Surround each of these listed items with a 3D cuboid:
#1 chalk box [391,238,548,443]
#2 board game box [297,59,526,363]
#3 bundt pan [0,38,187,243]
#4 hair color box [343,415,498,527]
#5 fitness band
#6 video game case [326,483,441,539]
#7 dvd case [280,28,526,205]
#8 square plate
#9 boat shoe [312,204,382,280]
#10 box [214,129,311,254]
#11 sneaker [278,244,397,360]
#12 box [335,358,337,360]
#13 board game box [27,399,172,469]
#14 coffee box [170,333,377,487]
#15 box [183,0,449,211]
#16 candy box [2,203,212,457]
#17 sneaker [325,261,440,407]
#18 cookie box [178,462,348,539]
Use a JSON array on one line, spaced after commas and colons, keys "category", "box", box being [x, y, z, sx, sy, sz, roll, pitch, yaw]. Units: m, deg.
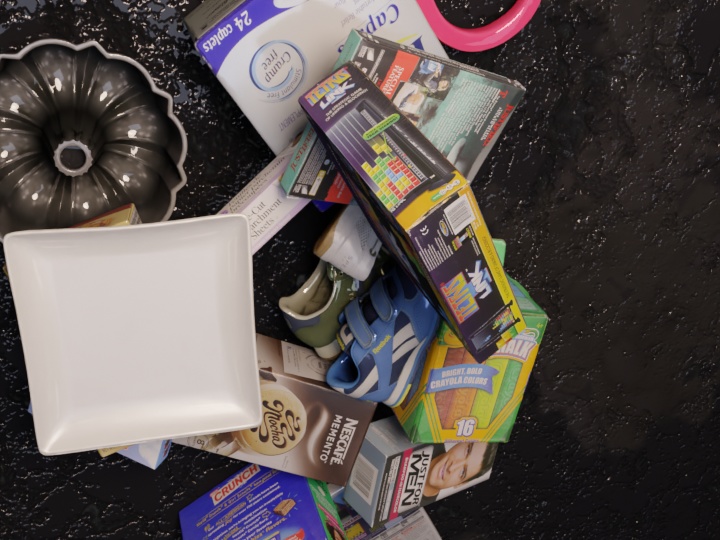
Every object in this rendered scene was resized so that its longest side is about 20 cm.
[{"category": "chalk box", "box": [0.108, 0.064, 0.902, 0.122, 0.124, 0.204, 3, 115, -21]}, {"category": "board game box", "box": [0.043, -0.041, 0.663, 0.056, 0.166, 0.201, -37, 141, -2]}, {"category": "bundt pan", "box": [-0.257, -0.112, 0.764, 0.198, 0.076, 0.206, -8, 117, -16]}, {"category": "hair color box", "box": [0.079, 0.220, 1.016, 0.197, 0.060, 0.101, -10, 121, -39]}, {"category": "fitness band", "box": [0.100, -0.311, 0.815, 0.142, 0.038, 0.202, -30, 120, 0]}, {"category": "video game case", "box": [-0.011, 0.345, 1.107, 0.198, 0.023, 0.184, -30, 121, -2]}, {"category": "dvd case", "box": [0.040, -0.117, 0.736, 0.197, 0.022, 0.147, 4, 126, -39]}, {"category": "square plate", "box": [-0.186, 0.053, 0.728, 0.194, 0.028, 0.204, -5, 111, -11]}, {"category": "boat shoe", "box": [0.030, -0.072, 0.841, 0.069, 0.071, 0.201, 38, 63, -7]}, {"category": "box", "box": [-0.048, -0.090, 0.748, 0.199, 0.039, 0.041, -42, 121, 5]}, {"category": "sneaker", "box": [0.000, 0.000, 0.868, 0.200, 0.067, 0.090, -44, 123, 11]}, {"category": "box", "box": [0.043, 0.040, 0.964, 0.134, 0.040, 0.204, 6, 113, -20]}, {"category": "board game box", "box": [-0.240, 0.080, 0.850, 0.149, 0.037, 0.203, 22, 110, 5]}, {"category": "coffee box", "box": [-0.092, 0.143, 0.919, 0.196, 0.080, 0.115, 16, 110, -10]}, {"category": "box", "box": [-0.030, -0.197, 0.785, 0.183, 0.105, 0.201, -38, 122, 3]}, {"category": "candy box", "box": [-0.219, 0.056, 0.768, 0.113, 0.055, 0.203, -21, 114, -3]}, {"category": "sneaker", "box": [0.023, 0.051, 0.826, 0.081, 0.074, 0.203, 8, 121, -16]}, {"category": "cookie box", "box": [-0.106, 0.310, 0.953, 0.170, 0.201, 0.076, -34, 123, 1]}]
